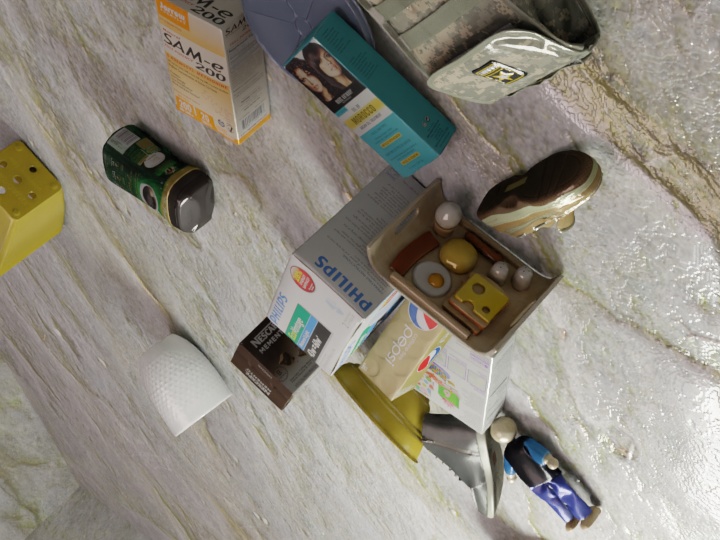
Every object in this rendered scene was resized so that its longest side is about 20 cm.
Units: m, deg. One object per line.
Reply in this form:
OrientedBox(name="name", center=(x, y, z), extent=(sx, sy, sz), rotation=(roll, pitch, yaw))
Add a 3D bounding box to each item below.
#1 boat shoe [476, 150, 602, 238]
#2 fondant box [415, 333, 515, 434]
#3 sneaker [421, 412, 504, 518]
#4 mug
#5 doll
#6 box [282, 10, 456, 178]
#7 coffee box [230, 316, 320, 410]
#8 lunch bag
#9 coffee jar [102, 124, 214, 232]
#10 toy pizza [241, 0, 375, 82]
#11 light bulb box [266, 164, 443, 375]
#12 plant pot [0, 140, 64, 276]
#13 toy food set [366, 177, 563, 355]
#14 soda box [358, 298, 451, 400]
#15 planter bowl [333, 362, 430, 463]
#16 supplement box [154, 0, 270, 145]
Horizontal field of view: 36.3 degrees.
OrientedBox(name="boat shoe", center=(0.210, -0.076, 1.208), extent=(0.076, 0.072, 0.200), rotation=(38, 161, -15))
OrientedBox(name="fondant box", center=(0.137, 0.125, 1.556), extent=(0.144, 0.058, 0.201), rotation=(32, 148, 24))
OrientedBox(name="sneaker", center=(0.159, 0.292, 1.691), extent=(0.105, 0.075, 0.202), rotation=(2, 122, 22))
OrientedBox(name="mug", center=(-0.373, 0.228, 2.301), extent=(0.176, 0.147, 0.200), rotation=(54, -178, 1))
OrientedBox(name="doll", center=(0.259, 0.297, 1.616), extent=(0.200, 0.048, 0.136), rotation=(49, 150, -6))
OrientedBox(name="box", center=(0.011, -0.201, 1.277), extent=(0.200, 0.049, 0.082), rotation=(41, 149, -14))
OrientedBox(name="coffee box", center=(-0.087, 0.098, 1.670), extent=(0.113, 0.200, 0.080), rotation=(43, 151, 5))
OrientedBox(name="lunch bag", center=(0.115, -0.252, 1.052), extent=(0.200, 0.118, 0.164), rotation=(47, 152, -13))
OrientedBox(name="coffee jar", center=(-0.327, -0.149, 1.800), extent=(0.199, 0.085, 0.105), rotation=(34, 146, 23))
OrientedBox(name="toy pizza", center=(-0.060, -0.298, 1.306), extent=(0.199, 0.032, 0.201), rotation=(29, 149, 19))
OrientedBox(name="light bulb box", center=(0.000, 0.000, 1.431), extent=(0.125, 0.200, 0.199), rotation=(42, 152, 7))
OrientedBox(name="plant pot", center=(-0.719, -0.144, 2.240), extent=(0.200, 0.200, 0.176), rotation=(47, 139, -2))
OrientedBox(name="toy food set", center=(0.125, -0.007, 1.313), extent=(0.199, 0.143, 0.061), rotation=(39, 151, 14))
OrientedBox(name="soda box", center=(0.082, 0.074, 1.450), extent=(0.068, 0.064, 0.201), rotation=(43, 118, 18))
OrientedBox(name="planter bowl", center=(0.049, 0.196, 1.702), extent=(0.201, 0.083, 0.200), rotation=(47, -179, -1))
OrientedBox(name="supplement box", center=(-0.195, -0.283, 1.467), extent=(0.125, 0.074, 0.201), rotation=(31, 147, 25))
